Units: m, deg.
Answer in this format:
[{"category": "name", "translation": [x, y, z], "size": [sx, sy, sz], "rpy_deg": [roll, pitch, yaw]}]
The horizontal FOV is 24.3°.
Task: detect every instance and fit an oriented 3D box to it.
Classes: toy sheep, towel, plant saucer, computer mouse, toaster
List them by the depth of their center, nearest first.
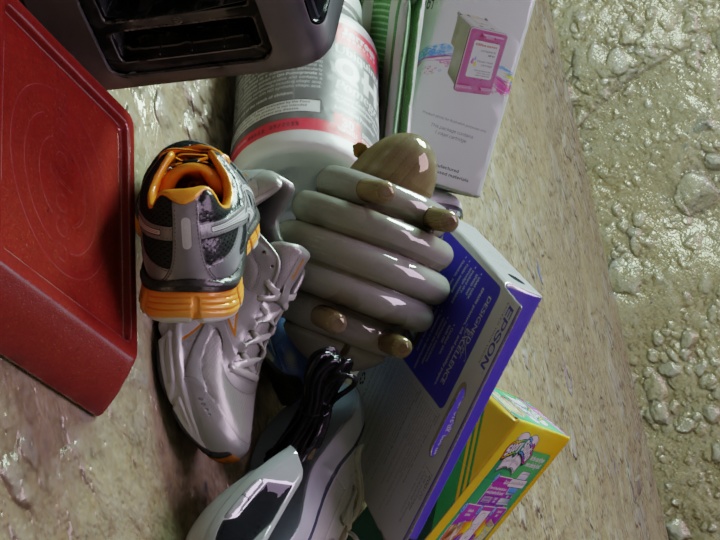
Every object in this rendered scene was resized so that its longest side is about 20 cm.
[{"category": "plant saucer", "translation": [-0.170, -0.046, 0.894], "size": [0.200, 0.037, 0.200], "rpy_deg": [48, 34, -60]}, {"category": "toaster", "translation": [-0.114, -0.211, 0.960], "size": [0.181, 0.200, 0.119], "rpy_deg": [72, 18, -48]}, {"category": "computer mouse", "translation": [-0.067, 0.139, 1.025], "size": [0.200, 0.044, 0.110], "rpy_deg": [-58, 179, -46]}, {"category": "toy sheep", "translation": [0.000, 0.000, 1.137], "size": [0.200, 0.138, 0.138], "rpy_deg": [-65, 159, -2]}, {"category": "towel", "translation": [0.006, -0.149, 1.356], "size": [0.200, 0.023, 0.153], "rpy_deg": [-179, -85, -73]}]

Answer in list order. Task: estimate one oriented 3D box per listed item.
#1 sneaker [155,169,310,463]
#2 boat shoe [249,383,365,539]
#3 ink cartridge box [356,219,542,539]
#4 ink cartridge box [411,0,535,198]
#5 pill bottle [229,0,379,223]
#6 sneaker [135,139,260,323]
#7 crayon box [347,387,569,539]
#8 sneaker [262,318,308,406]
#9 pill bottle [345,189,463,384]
[{"category": "sneaker", "translation": [-0.076, 0.021, 1.064], "size": [0.076, 0.092, 0.200], "rpy_deg": [42, 39, -64]}, {"category": "boat shoe", "translation": [-0.031, 0.164, 1.150], "size": [0.202, 0.075, 0.086], "rpy_deg": [-71, 145, -57]}, {"category": "ink cartridge box", "translation": [0.054, 0.080, 1.168], "size": [0.198, 0.043, 0.200], "rpy_deg": [-65, -160, 14]}, {"category": "ink cartridge box", "translation": [0.066, -0.171, 1.391], "size": [0.145, 0.085, 0.200], "rpy_deg": [-160, -93, -71]}, {"category": "pill bottle", "translation": [-0.041, -0.128, 1.262], "size": [0.111, 0.111, 0.200], "rpy_deg": [60, 23, -47]}, {"category": "sneaker", "translation": [-0.097, -0.042, 0.989], "size": [0.200, 0.078, 0.077], "rpy_deg": [-109, -164, -64]}, {"category": "crayon box", "translation": [0.079, 0.178, 1.354], "size": [0.058, 0.173, 0.200], "rpy_deg": [39, 3, 20]}, {"category": "sneaker", "translation": [-0.027, 0.022, 1.241], "size": [0.200, 0.089, 0.079], "rpy_deg": [-76, 150, -52]}, {"category": "pill bottle", "translation": [0.032, 0.038, 1.372], "size": [0.112, 0.112, 0.200], "rpy_deg": [21, 65, -71]}]
